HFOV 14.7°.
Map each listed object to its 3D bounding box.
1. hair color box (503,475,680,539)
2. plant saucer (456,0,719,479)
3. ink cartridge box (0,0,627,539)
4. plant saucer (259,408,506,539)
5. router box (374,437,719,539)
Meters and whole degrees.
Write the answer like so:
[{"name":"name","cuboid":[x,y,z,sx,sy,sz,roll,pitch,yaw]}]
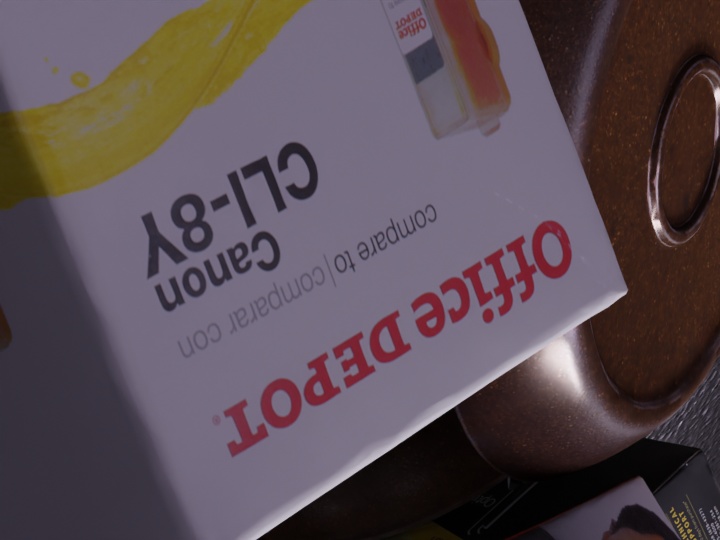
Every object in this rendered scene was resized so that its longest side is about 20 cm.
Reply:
[{"name":"hair color box","cuboid":[0.054,0.121,0.742,0.061,0.102,0.200,-34,172,17]},{"name":"plant saucer","cuboid":[0.080,-0.036,0.794,0.200,0.034,0.202,-34,130,-55]},{"name":"ink cartridge box","cuboid":[-0.046,-0.054,0.556,0.083,0.201,0.145,-14,-169,44]},{"name":"plant saucer","cuboid":[0.000,0.000,0.861,0.199,0.035,0.201,-13,129,-17]},{"name":"router box","cuboid":[0.008,0.111,0.941,0.157,0.199,0.052,-39,116,-26]}]
